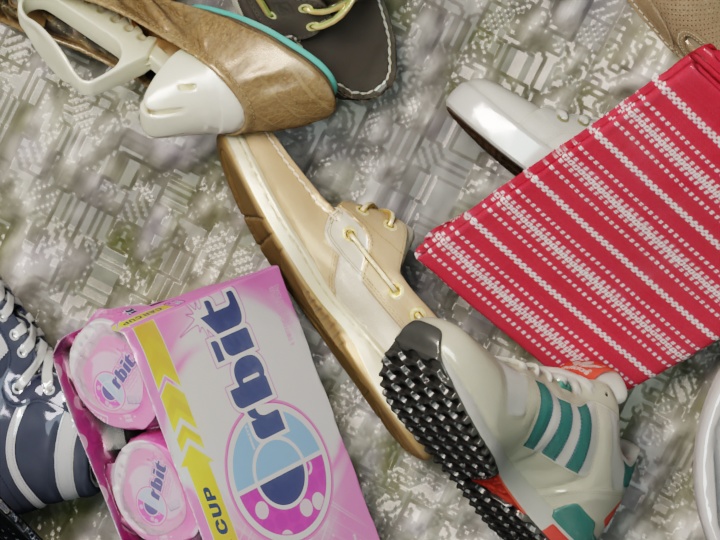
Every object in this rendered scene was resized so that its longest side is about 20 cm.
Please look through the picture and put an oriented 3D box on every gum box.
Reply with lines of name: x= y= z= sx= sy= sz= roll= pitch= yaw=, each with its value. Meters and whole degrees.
gum box: x=-0.069 y=0.102 z=1.284 sx=0.066 sy=0.113 sz=0.201 roll=-18 pitch=94 yaw=44

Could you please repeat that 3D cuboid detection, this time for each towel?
towel: x=0.143 y=-0.018 z=1.252 sx=0.144 sy=0.023 sz=0.200 roll=39 pitch=128 yaw=-22

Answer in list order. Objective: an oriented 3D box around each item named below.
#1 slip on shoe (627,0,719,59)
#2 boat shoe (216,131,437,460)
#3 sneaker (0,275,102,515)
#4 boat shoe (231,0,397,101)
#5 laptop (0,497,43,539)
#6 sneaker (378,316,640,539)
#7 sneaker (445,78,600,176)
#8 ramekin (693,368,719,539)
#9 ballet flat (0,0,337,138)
slip on shoe: x=0.194 y=-0.126 z=1.293 sx=0.076 sy=0.061 sz=0.200 roll=-35 pitch=92 yaw=4
boat shoe: x=0.000 y=0.000 z=1.308 sx=0.069 sy=0.074 sz=0.201 roll=-34 pitch=94 yaw=-8
sneaker: x=-0.185 y=0.032 z=1.309 sx=0.108 sy=0.070 sz=0.201 roll=-7 pitch=101 yaw=7
boat shoe: x=-0.033 y=-0.155 z=1.254 sx=0.072 sy=0.061 sz=0.202 roll=-39 pitch=126 yaw=-6
laptop: x=-0.248 y=0.154 z=1.261 sx=0.177 sy=0.200 sz=0.104 roll=8 pitch=58 yaw=38
sneaker: x=0.082 y=0.068 z=1.270 sx=0.094 sy=0.070 sz=0.200 roll=-52 pitch=134 yaw=-17
sneaker: x=0.140 y=-0.060 z=1.299 sx=0.199 sy=0.073 sz=0.085 roll=30 pitch=92 yaw=-12
ramekin: x=0.265 y=0.095 z=1.287 sx=0.201 sy=0.094 sz=0.204 roll=0 pitch=96 yaw=-1
ballet flat: x=-0.110 y=-0.110 z=1.276 sx=0.199 sy=0.068 sz=0.072 roll=30 pitch=58 yaw=14
